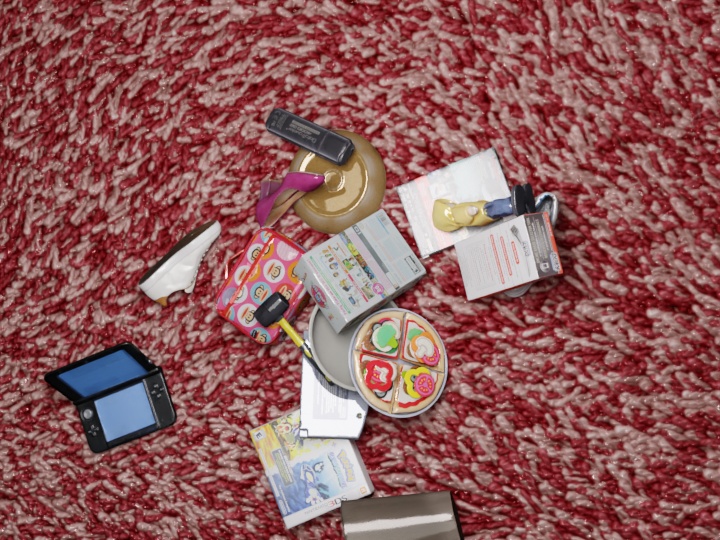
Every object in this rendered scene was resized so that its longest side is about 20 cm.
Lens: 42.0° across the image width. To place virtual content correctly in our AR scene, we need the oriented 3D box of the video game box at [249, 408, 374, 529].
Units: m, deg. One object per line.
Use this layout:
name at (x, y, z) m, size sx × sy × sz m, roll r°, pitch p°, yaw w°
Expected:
video game box at (-0.093, 0.363, 1.783) m, size 0.180 × 0.047 × 0.202 m, roll -25°, pitch 83°, yaw 7°

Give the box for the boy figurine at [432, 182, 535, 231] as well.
boy figurine at (0.217, -0.111, 1.686) m, size 0.198 × 0.124 × 0.065 m, roll -6°, pitch 95°, yaw 43°

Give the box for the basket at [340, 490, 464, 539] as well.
basket at (0.083, 0.481, 1.700) m, size 0.197 × 0.136 × 0.183 m, roll -15°, pitch 101°, yaw 6°

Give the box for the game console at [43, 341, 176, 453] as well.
game console at (-0.488, 0.252, 1.833) m, size 0.198 × 0.116 × 0.178 m, roll -21°, pitch 83°, yaw 11°

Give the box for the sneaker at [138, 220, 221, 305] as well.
sneaker at (-0.338, -0.013, 1.849) m, size 0.200 × 0.073 × 0.085 m, roll -42°, pitch 111°, yaw 1°

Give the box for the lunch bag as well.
lunch bag at (-0.183, 0.024, 1.801) m, size 0.175 × 0.082 × 0.201 m, roll 34°, pitch 95°, yaw 15°

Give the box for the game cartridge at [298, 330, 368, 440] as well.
game cartridge at (-0.046, 0.214, 1.751) m, size 0.131 × 0.042 × 0.203 m, roll 4°, pitch 72°, yaw -5°

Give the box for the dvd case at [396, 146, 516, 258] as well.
dvd case at (0.182, -0.127, 1.757) m, size 0.198 × 0.022 × 0.148 m, roll -22°, pitch 84°, yaw 11°

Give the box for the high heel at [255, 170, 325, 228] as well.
high heel at (-0.129, -0.130, 1.762) m, size 0.199 × 0.067 × 0.098 m, roll -7°, pitch 80°, yaw 55°

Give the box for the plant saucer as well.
plant saucer at (-0.050, -0.172, 1.800) m, size 0.197 × 0.035 × 0.203 m, roll -1°, pitch 87°, yaw 11°

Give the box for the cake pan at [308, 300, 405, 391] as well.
cake pan at (-0.008, 0.125, 1.730) m, size 0.198 × 0.037 × 0.203 m, roll 7°, pitch 72°, yaw -22°

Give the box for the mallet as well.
mallet at (-0.121, 0.137, 1.729) m, size 0.065 × 0.041 × 0.201 m, roll -34°, pitch 91°, yaw 9°

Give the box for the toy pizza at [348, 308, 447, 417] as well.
toy pizza at (0.073, 0.166, 1.711) m, size 0.197 × 0.032 × 0.203 m, roll 6°, pitch 73°, yaw -19°

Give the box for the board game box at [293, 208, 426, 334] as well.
board game box at (0.000, 0.000, 1.716) m, size 0.199 × 0.064 × 0.148 m, roll -30°, pitch 80°, yaw -30°

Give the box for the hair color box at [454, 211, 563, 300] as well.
hair color box at (0.258, -0.022, 1.654) m, size 0.063 × 0.199 × 0.112 m, roll -10°, pitch 83°, yaw -31°

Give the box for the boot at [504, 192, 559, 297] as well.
boot at (0.302, -0.049, 1.691) m, size 0.073 × 0.096 × 0.202 m, roll 20°, pitch 92°, yaw 12°

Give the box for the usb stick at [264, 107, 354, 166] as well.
usb stick at (-0.098, -0.257, 1.788) m, size 0.199 × 0.033 × 0.056 m, roll 28°, pitch 86°, yaw 28°
